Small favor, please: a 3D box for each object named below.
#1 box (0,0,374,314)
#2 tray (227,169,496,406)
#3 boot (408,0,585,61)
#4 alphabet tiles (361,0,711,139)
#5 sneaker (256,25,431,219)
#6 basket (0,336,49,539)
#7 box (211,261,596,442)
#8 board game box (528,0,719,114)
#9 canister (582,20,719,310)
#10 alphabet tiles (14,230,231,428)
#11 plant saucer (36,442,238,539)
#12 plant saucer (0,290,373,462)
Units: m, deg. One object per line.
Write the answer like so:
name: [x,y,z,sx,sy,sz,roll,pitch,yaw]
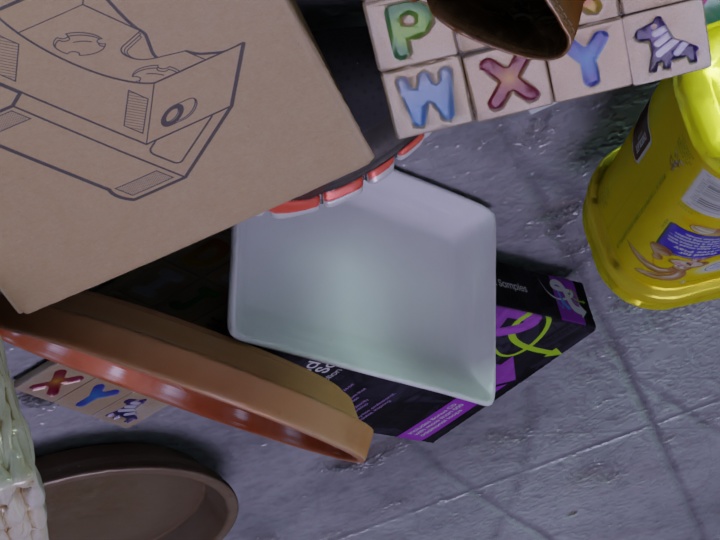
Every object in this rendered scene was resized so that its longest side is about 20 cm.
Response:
box: [-0.100,-0.074,0.778,0.162,0.021,0.200,-22,141,6]
tray: [0.000,0.000,1.009,0.022,0.108,0.199,-12,160,39]
boot: [0.072,-0.130,0.691,0.199,0.156,0.074,19,138,-19]
alphabet tiles: [0.093,-0.141,0.792,0.198,0.008,0.168,-13,126,4]
sneaker: [-0.055,-0.068,0.864,0.199,0.077,0.082,-17,155,-10]
basket: [-0.214,0.053,0.881,0.122,0.201,0.136,-15,153,-14]
box: [0.016,0.041,1.144,0.199,0.036,0.143,14,140,-42]
board game box: [0.135,-0.154,0.856,0.199,0.047,0.151,-23,152,12]
canister: [0.195,-0.057,0.977,0.147,0.087,0.200,-15,166,-8]
alphabet tiles: [-0.082,0.031,1.115,0.199,0.006,0.166,-30,149,22]
plant saucer: [-0.174,0.157,1.271,0.198,0.030,0.200,-13,153,-7]
plant saucer: [-0.087,0.047,0.999,0.199,0.033,0.200,19,171,3]
